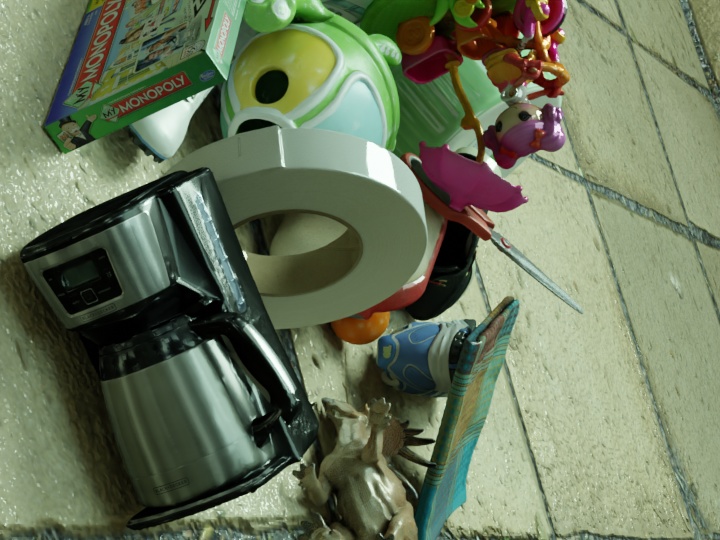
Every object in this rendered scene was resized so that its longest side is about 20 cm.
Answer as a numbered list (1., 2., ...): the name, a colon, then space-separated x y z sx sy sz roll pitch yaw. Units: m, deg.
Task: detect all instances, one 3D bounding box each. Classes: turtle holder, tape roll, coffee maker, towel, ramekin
1. turtle holder: -0.042 -0.134 1.562 0.141 0.186 0.132 29 40 9
2. tape roll: -0.053 -0.026 1.400 0.203 0.202 0.037 42 34 -49
3. coffee maker: -0.122 0.044 1.302 0.192 0.134 0.200 -96 164 -85
4. towel: 0.086 0.130 1.660 0.147 0.022 0.200 -41 148 -67
5. ramekin: 0.087 -0.141 1.809 0.098 0.200 0.200 52 16 20

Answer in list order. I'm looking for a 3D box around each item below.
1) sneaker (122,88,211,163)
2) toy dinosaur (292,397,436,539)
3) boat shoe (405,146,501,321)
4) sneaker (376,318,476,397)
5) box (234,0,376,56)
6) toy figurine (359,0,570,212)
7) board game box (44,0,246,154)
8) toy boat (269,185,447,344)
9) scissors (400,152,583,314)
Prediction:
1. sneaker: -0.137 -0.151 1.485 0.072 0.072 0.200 47 27 -23
2. toy dinosaur: 0.012 0.179 1.531 0.136 0.086 0.200 37 43 -64
3. boat shoe: 0.068 -0.021 1.768 0.074 0.202 0.063 30 49 9
4. sneaker: 0.059 0.073 1.741 0.200 0.077 0.076 57 39 -79
5. box: -0.046 -0.250 1.653 0.200 0.176 0.097 26 51 -61
6. toy figurine: 0.110 -0.140 1.615 0.150 0.200 0.184 24 51 -59
7. board game box: -0.143 -0.173 1.412 0.029 0.134 0.200 55 25 -31
8. toy boat: 0.000 0.000 1.648 0.200 0.130 0.131 -66 161 -60
9. scissors: 0.107 -0.026 1.649 0.200 0.014 0.073 48 26 -1
